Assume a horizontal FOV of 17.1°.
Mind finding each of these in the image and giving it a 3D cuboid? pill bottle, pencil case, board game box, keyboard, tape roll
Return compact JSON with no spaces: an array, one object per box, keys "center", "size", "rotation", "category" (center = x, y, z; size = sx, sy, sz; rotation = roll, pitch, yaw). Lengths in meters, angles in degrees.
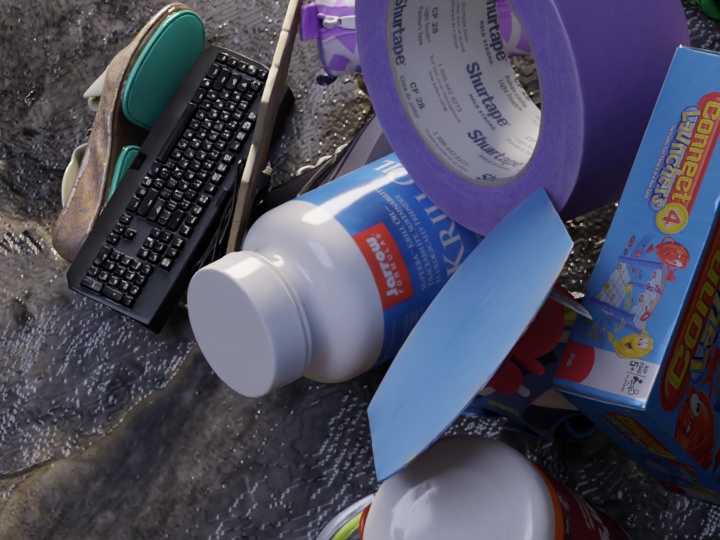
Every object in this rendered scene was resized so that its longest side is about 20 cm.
[{"center":[0.000,0.000,1.430],"size":[0.200,0.113,0.112],"rotation":[-28,45,-33],"category":"pill bottle"},{"center":[0.091,0.169,1.308],"size":[0.109,0.200,0.110],"rotation":[-12,63,25],"category":"pill bottle"},{"center":[0.062,-0.170,1.495],"size":[0.199,0.085,0.084],"rotation":[-7,93,16],"category":"pencil case"},{"center":[0.195,0.009,1.320],"size":[0.056,0.196,0.201],"rotation":[15,77,30],"category":"board game box"},{"center":[-0.109,-0.057,1.599],"size":[0.104,0.040,0.200],"rotation":[25,74,12],"category":"keyboard"},{"center":[0.068,0.042,1.259],"size":[0.158,0.039,0.200],"rotation":[-52,11,10],"category":"board game box"},{"center":[0.089,-0.124,1.353],"size":[0.085,0.201,0.200],"rotation":[-22,46,-32],"category":"tape roll"}]

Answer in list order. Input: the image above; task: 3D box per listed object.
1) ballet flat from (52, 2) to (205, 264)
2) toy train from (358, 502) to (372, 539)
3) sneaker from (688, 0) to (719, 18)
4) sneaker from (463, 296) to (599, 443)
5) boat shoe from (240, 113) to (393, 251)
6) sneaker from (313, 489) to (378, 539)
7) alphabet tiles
[{"center":[-0.168,-0.095,1.659],"size":[0.067,0.068,0.201],"rotation":[6,70,40],"category":"ballet flat"},{"center":[0.023,0.211,1.379],"size":[0.056,0.150,0.200],"rotation":[8,65,47],"category":"toy train"},{"center":[0.209,-0.202,1.482],"size":[0.199,0.074,0.084],"rotation":[10,70,32],"category":"sneaker"},{"center":[0.098,0.065,1.419],"size":[0.200,0.074,0.083],"rotation":[-8,102,50],"category":"sneaker"},{"center":[-0.005,-0.061,1.549],"size":[0.200,0.075,0.093],"rotation":[-50,35,-12],"category":"boat shoe"},{"center":[-0.005,0.213,1.433],"size":[0.081,0.074,0.200],"rotation":[40,99,29],"category":"sneaker"},{"center":[-0.059,-0.087,1.489],"size":[0.006,0.167,0.200],"rotation":[14,46,-1],"category":"alphabet tiles"}]
